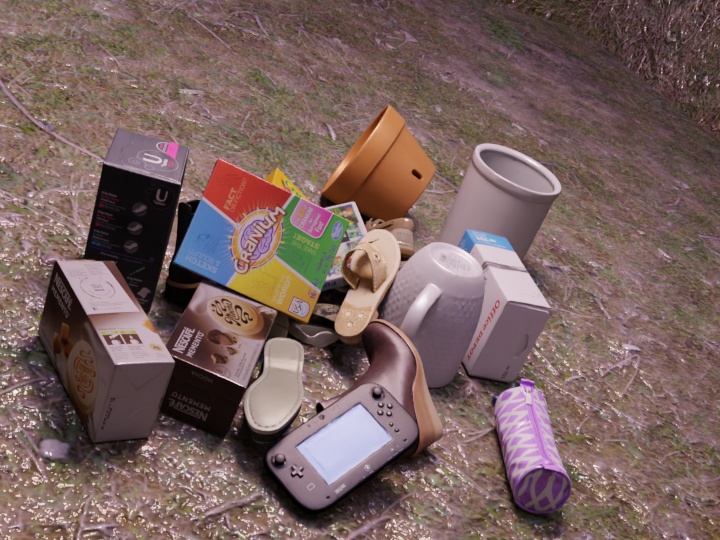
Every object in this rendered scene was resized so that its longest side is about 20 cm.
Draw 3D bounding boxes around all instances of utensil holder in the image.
[{"bbox_3d":[0.242,-0.097,1.995,0.168,0.202,0.171,19,26,-10],"label":"utensil holder"}]

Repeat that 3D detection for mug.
[{"bbox_3d":[0.096,0.065,1.611,0.146,0.177,0.200,29,27,12],"label":"mug"}]

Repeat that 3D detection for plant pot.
[{"bbox_3d":[0.041,-0.174,2.002,0.139,0.200,0.201,39,26,-7],"label":"plant pot"}]

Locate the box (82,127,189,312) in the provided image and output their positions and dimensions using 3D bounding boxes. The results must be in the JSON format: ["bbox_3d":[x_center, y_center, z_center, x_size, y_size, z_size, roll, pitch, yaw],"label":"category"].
[{"bbox_3d":[-0.304,-0.066,1.485,0.104,0.202,0.123,14,28,-10],"label":"box"}]

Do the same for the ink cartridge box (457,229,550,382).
[{"bbox_3d":[0.202,0.054,1.750,0.085,0.148,0.201,13,29,-23],"label":"ink cartridge box"}]

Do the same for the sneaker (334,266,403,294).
[{"bbox_3d":[0.043,0.027,1.721,0.196,0.072,0.094,12,15,0],"label":"sneaker"}]

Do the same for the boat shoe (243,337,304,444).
[{"bbox_3d":[-0.106,0.161,1.398,0.070,0.061,0.202,11,28,0],"label":"boat shoe"}]

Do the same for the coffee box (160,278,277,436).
[{"bbox_3d":[-0.186,0.106,1.409,0.112,0.081,0.201,24,26,-3],"label":"coffee box"}]

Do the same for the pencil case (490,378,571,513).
[{"bbox_3d":[0.234,0.238,1.516,0.083,0.086,0.201,15,29,-13],"label":"pencil case"}]

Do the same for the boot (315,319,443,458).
[{"bbox_3d":[0.010,0.156,1.459,0.164,0.073,0.202,-6,57,-39],"label":"boot"}]

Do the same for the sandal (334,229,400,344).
[{"bbox_3d":[0.005,0.000,1.593,0.076,0.070,0.214,1,50,20],"label":"sandal"}]

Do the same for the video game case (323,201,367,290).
[{"bbox_3d":[-0.074,-0.031,1.725,0.179,0.022,0.201,-13,35,-6],"label":"video game case"}]

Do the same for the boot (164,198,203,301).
[{"bbox_3d":[-0.200,-0.048,1.597,0.076,0.141,0.200,16,22,19],"label":"boot"}]

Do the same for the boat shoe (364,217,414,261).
[{"bbox_3d":[0.032,-0.048,1.788,0.070,0.066,0.199,12,-8,-29],"label":"boat shoe"}]

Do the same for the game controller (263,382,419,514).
[{"bbox_3d":[-0.020,0.213,1.342,0.199,0.043,0.104,-31,55,-34],"label":"game controller"}]

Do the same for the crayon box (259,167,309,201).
[{"bbox_3d":[-0.105,-0.067,1.636,0.127,0.051,0.201,45,23,-21],"label":"crayon box"}]

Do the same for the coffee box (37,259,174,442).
[{"bbox_3d":[-0.303,0.090,1.306,0.079,0.116,0.200,0,36,-38],"label":"coffee box"}]

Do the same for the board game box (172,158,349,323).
[{"bbox_3d":[-0.134,-0.038,1.501,0.198,0.155,0.040,24,-7,-11],"label":"board game box"}]

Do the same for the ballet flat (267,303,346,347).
[{"bbox_3d":[-0.093,0.074,1.564,0.197,0.068,0.076,10,32,-33],"label":"ballet flat"}]
